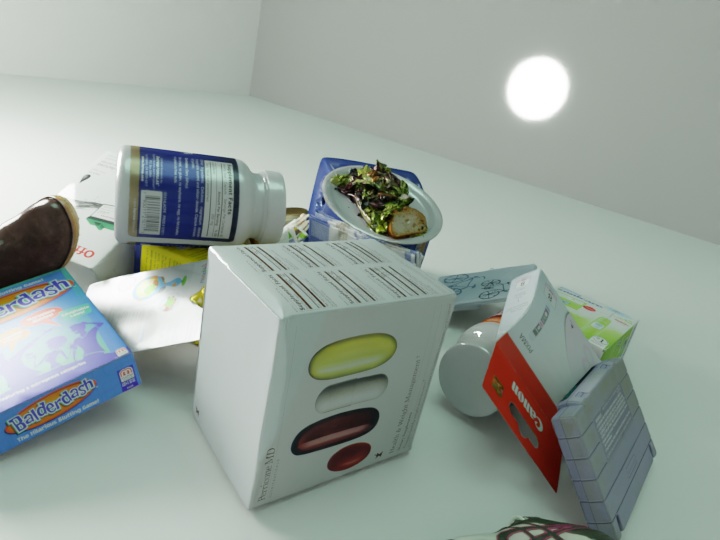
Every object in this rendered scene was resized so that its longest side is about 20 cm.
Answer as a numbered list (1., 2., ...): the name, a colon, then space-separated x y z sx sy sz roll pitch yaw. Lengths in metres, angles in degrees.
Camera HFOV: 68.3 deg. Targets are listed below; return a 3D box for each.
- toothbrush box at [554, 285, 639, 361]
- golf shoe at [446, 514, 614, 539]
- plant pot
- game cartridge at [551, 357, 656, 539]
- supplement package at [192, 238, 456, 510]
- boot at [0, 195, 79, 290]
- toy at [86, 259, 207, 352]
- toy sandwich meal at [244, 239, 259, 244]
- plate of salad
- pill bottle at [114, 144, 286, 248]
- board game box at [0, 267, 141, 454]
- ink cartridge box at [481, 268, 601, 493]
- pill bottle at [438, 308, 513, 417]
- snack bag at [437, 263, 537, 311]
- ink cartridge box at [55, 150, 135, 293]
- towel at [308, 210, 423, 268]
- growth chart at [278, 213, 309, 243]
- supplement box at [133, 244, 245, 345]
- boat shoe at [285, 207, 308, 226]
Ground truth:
1. toothbrush box: 0.341 0.105 0.859 0.145 0.087 0.199 28 24 34
2. golf shoe: 0.132 0.245 0.434 0.197 0.079 0.088 10 1 -14
3. plant pot: 0.018 -0.066 0.949 0.197 0.202 0.180 4 30 -22
4. game cartridge: 0.272 0.183 0.585 0.038 0.131 0.199 -27 -8 39
5. supplement package: -0.041 0.086 0.530 0.198 0.194 0.147 -5 27 -37
6. boot: -0.409 0.001 0.562 0.073 0.199 0.166 54 26 -3
7. toy: -0.232 0.053 0.608 0.197 0.047 0.116 -13 46 13
8. toy sandwich meal: -0.197 -0.099 0.835 0.070 0.207 0.205 -31 39 -17
9. plate of salad: 0.038 -0.113 0.816 0.197 0.048 0.202 12 40 -10
10. pill bottle: -0.199 -0.086 0.665 0.197 0.117 0.116 3 23 -25
11. board game box: -0.333 0.080 0.525 0.151 0.046 0.199 -26 41 -35
12. ink cartridge box: 0.219 0.117 0.614 0.163 0.057 0.200 53 34 -14
13. pill bottle: 0.192 0.115 0.711 0.109 0.111 0.199 27 25 32
14. snack bag: 0.219 0.032 0.946 0.197 0.022 0.189 -10 12 20
15. ink cartridge box: -0.352 -0.063 0.745 0.144 0.085 0.201 17 50 13
16. towel: 0.000 0.000 0.830 0.198 0.149 0.024 23 37 24
17. growth chart: -0.142 -0.037 0.896 0.144 0.018 0.200 -32 20 8
18. supplement box: -0.189 0.026 0.703 0.198 0.110 0.109 22 23 20
19. boat shoe: -0.196 -0.082 1.025 0.196 0.067 0.074 1 21 9
